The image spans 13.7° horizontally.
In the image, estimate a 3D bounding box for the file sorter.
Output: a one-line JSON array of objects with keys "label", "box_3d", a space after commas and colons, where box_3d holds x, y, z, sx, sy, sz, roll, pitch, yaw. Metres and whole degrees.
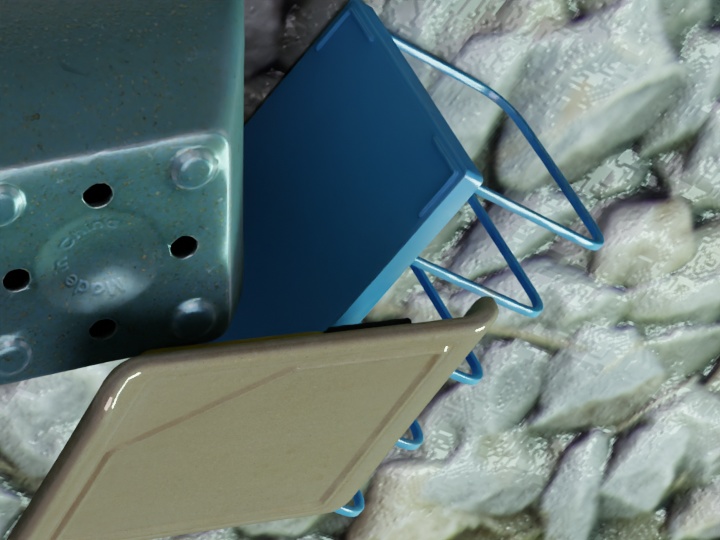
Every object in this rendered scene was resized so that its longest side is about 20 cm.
[{"label": "file sorter", "box_3d": [0.000, 0.000, 1.457, 0.123, 0.139, 0.200, 23, 116, -42]}]

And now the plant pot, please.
[{"label": "plant pot", "box_3d": [-0.139, -0.061, 1.294, 0.196, 0.200, 0.196, -11, 133, -15]}]

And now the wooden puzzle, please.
[{"label": "wooden puzzle", "box_3d": [-0.055, 0.070, 1.330, 0.200, 0.037, 0.185, -11, 156, -29]}]
